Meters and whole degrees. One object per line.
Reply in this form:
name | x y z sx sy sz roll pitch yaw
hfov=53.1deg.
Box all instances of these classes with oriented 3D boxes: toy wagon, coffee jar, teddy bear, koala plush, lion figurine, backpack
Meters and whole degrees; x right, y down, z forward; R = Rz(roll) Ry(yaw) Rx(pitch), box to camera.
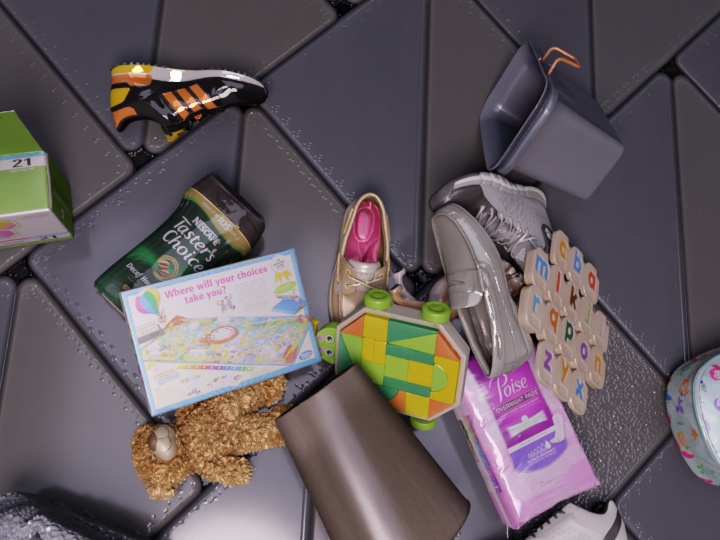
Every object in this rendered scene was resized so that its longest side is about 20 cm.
toy wagon | 0.025 0.101 0.833 0.197 0.040 0.158 12 117 16
coffee jar | -0.208 -0.016 0.853 0.104 0.085 0.200 41 74 2
teddy bear | -0.165 0.179 0.821 0.196 0.067 0.148 -4 75 -10
koala plush | -0.323 0.346 0.715 0.181 0.178 0.203 21 74 9
lion figurine | 0.108 0.033 0.884 0.199 0.072 0.124 -34 105 -18
backpack | 0.488 0.173 0.881 0.197 0.151 0.181 -13 80 -6

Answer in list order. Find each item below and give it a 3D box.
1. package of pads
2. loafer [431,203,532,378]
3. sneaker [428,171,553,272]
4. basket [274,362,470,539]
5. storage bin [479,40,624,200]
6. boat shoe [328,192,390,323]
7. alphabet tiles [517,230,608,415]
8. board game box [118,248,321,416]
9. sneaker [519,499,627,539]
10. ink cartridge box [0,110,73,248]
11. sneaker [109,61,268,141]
package of pads | 0.188 0.188 0.866 0.119 0.076 0.203 -21 80 -15
loafer | 0.128 0.023 0.813 0.069 0.070 0.202 -25 88 -32
sneaker | 0.177 -0.050 0.879 0.198 0.075 0.117 0 59 -37
basket | 0.006 0.215 0.785 0.202 0.135 0.180 57 35 4
storage bin | 0.246 -0.189 0.906 0.133 0.147 0.201 25 31 -12
boat shoe | 0.000 0.000 0.887 0.072 0.069 0.204 3 76 -7
alphabet tiles | 0.249 0.062 0.869 0.199 0.014 0.198 37 57 -37
board game box | -0.153 0.065 0.805 0.197 0.034 0.137 -15 94 -22
sneaker | 0.224 0.319 0.846 0.196 0.074 0.081 -4 74 -18
ink cartridge box | -0.413 -0.088 0.781 0.145 0.200 0.077 -9 78 -10
sneaker | -0.217 -0.207 0.915 0.196 0.070 0.092 3 91 -7
